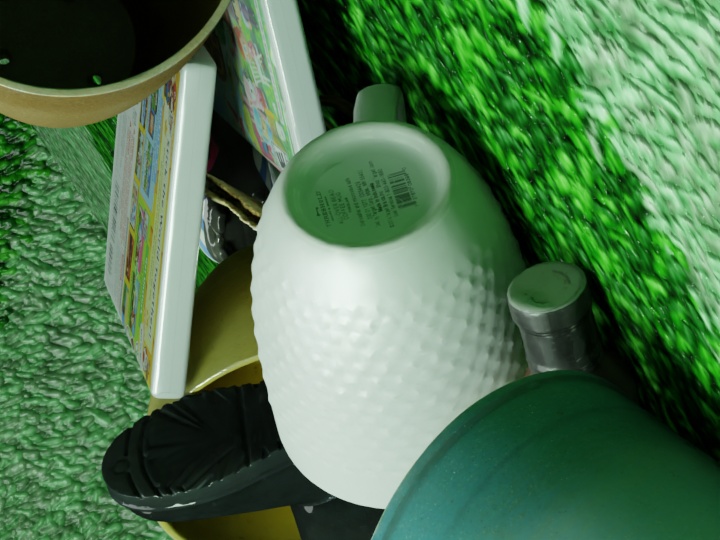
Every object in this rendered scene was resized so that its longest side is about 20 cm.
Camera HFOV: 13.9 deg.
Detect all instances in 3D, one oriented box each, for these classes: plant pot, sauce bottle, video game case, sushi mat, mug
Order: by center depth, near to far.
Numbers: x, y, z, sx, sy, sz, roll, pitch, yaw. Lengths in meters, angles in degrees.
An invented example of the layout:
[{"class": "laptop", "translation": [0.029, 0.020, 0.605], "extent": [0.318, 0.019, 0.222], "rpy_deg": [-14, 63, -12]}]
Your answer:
[{"class": "plant pot", "translation": [0.130, 0.172, 1.361], "extent": [0.188, 0.200, 0.200], "rpy_deg": [27, 154, 43]}, {"class": "sauce bottle", "translation": [0.116, 0.083, 1.487], "extent": [0.065, 0.065, 0.200], "rpy_deg": [47, 159, 50]}, {"class": "mug", "translation": [0.015, -0.006, 1.541], "extent": [0.175, 0.147, 0.200], "rpy_deg": [78, -171, -49]}, {"class": "plant pot", "translation": [-0.162, -0.153, 1.588], "extent": [0.187, 0.186, 0.200], "rpy_deg": [55, 166, 7]}, {"class": "video game case", "translation": [-0.073, -0.159, 1.645], "extent": [0.182, 0.022, 0.200], "rpy_deg": [-136, 29, -59]}, {"class": "sushi mat", "translation": [0.000, 0.000, 1.698], "extent": [0.200, 0.012, 0.096], "rpy_deg": [27, -175, -38]}, {"class": "video game case", "translation": [-0.118, -0.052, 1.723], "extent": [0.182, 0.023, 0.200], "rpy_deg": [-123, 37, -65]}, {"class": "plant pot", "translation": [-0.039, 0.065, 1.791], "extent": [0.142, 0.200, 0.200], "rpy_deg": [-102, -10, -45]}]

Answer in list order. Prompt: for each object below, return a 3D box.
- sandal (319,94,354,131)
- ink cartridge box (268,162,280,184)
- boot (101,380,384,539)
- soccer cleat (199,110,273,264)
[{"class": "sandal", "translation": [-0.017, -0.070, 1.732], "extent": [0.200, 0.054, 0.080], "rpy_deg": [-143, 31, -79]}, {"class": "ink cartridge box", "translation": [-0.019, -0.041, 1.911], "extent": [0.200, 0.039, 0.100], "rpy_deg": [45, 166, 51]}, {"class": "boot", "translation": [-0.032, 0.132, 1.708], "extent": [0.073, 0.198, 0.163], "rpy_deg": [-109, -2, -46]}, {"class": "soccer cleat", "translation": [-0.095, -0.096, 1.871], "extent": [0.086, 0.070, 0.200], "rpy_deg": [48, 147, 49]}]
